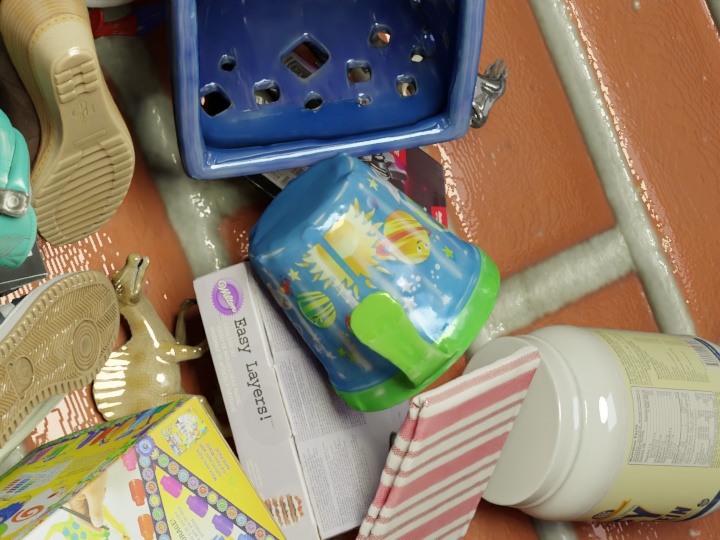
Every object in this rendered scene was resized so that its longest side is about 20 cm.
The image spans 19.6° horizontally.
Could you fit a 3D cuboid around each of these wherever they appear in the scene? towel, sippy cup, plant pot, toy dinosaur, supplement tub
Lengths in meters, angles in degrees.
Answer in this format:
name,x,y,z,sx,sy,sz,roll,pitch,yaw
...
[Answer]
name,x,y,z,sx,sy,sz,roll,pitch,yaw
towel,0.045,0.146,1.418,0.030,0.201,0.146,33,28,23
sippy cup,0.000,0.000,1.355,0.130,0.177,0.140,46,63,-22
plant pot,-0.036,-0.198,1.344,0.198,0.201,0.181,-9,56,-8
toy dinosaur,-0.131,0.091,1.403,0.100,0.058,0.202,-1,84,-25
supplement tub,0.183,0.116,1.568,0.199,0.145,0.146,5,74,-36

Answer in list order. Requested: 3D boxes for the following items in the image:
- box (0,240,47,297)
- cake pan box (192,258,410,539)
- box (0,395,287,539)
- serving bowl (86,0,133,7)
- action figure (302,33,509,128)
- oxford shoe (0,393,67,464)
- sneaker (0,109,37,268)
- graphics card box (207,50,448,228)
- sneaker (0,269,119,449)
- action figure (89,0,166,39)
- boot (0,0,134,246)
name,x,y,z,sx,sy,sz,roll,pitch,yaw
box,-0.297,-0.062,1.269,0.132,0.114,0.201,-19,90,-41
cake pan box,-0.029,0.082,1.432,0.184,0.052,0.202,-10,83,-66
box,-0.181,0.190,1.229,0.192,0.199,0.122,-39,102,-37
serving bowl,-0.199,-0.276,1.400,0.199,0.066,0.201,22,46,-25
action figure,0.015,-0.183,1.541,0.200,0.118,0.103,41,40,-34
oxford shoe,-0.232,0.090,1.304,0.058,0.075,0.200,43,53,-7
sneaker,-0.247,-0.024,1.173,0.120,0.084,0.201,31,58,-17
graphics card box,-0.021,-0.080,1.498,0.199,0.051,0.126,35,30,-23
sneaker,-0.234,0.056,1.247,0.200,0.108,0.071,-45,128,-51
action figure,-0.117,-0.202,1.488,0.199,0.052,0.066,-13,61,-41
boot,-0.203,-0.130,1.288,0.072,0.201,0.167,-20,56,-20
